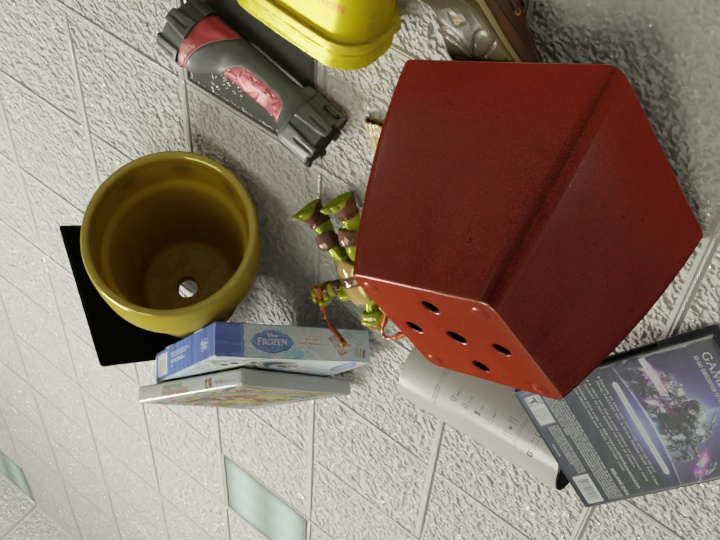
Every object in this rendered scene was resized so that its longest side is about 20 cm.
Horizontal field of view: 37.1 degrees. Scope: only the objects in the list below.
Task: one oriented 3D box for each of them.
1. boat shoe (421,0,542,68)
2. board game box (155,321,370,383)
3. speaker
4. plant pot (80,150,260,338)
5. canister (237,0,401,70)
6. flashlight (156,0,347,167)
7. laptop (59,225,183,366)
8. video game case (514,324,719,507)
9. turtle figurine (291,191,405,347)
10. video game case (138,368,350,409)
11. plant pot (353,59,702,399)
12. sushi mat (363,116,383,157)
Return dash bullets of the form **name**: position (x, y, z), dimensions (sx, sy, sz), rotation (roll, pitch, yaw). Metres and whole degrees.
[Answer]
- **boat shoe**: position (0.094, -0.196, 0.791), dimensions (0.072, 0.068, 0.200), rotation (23, 160, 49)
- **board game box**: position (-0.120, 0.104, 1.285), dimensions (0.199, 0.196, 0.044), rotation (-25, 64, 57)
- **speaker**: position (0.137, 0.140, 1.103), dimensions (0.198, 0.081, 0.082), rotation (28, 144, 28)
- **plant pot**: position (-0.212, -0.009, 1.268), dimensions (0.200, 0.201, 0.189), rotation (38, 162, 13)
- **canister**: position (-0.026, -0.278, 0.831), dimensions (0.148, 0.086, 0.201), rotation (36, 145, 16)
- **flashlight**: position (-0.110, -0.182, 1.054), dimensions (0.200, 0.068, 0.068), rotation (43, 147, 8)
- **laptop**: position (-0.301, 0.048, 1.400), dimensions (0.200, 0.114, 0.190), rotation (112, 139, -68)
- **video game case**: position (0.254, 0.135, 0.954), dimensions (0.198, 0.019, 0.144), rotation (-23, 109, 35)
- **turtle figurine**: position (0.000, 0.000, 1.128), dimensions (0.199, 0.064, 0.163), rotation (3, 121, 60)
- **video game case**: position (-0.141, 0.149, 1.326), dimensions (0.180, 0.199, 0.023), rotation (-13, 73, 36)
- **plant pot**: position (0.111, -0.022, 0.810), dimensions (0.198, 0.178, 0.200), rotation (11, 154, 43)
- **sushi mat**: position (0.056, -0.054, 1.049), dimensions (0.095, 0.012, 0.202), rotation (21, 140, 35)
